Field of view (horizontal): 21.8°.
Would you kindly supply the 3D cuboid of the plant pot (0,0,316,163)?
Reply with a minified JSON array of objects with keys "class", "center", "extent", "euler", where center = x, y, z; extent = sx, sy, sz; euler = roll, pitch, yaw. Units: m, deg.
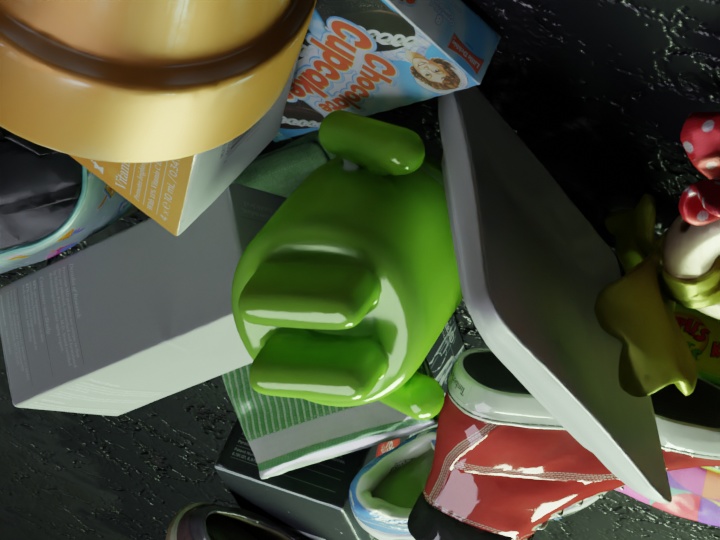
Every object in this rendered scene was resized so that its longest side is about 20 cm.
[{"class":"plant pot","center":[-0.100,-0.183,0.851],"extent":[0.199,0.201,0.184],"euler":[27,141,-2]}]

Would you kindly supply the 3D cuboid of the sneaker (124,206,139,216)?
[{"class":"sneaker","center":[-0.193,-0.089,1.264],"extent":[0.199,0.077,0.085],"euler":[3,140,38]}]

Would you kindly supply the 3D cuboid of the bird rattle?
[{"class":"bird rattle","center":[0.216,-0.021,1.001],"extent":[0.162,0.113,0.200],"euler":[14,140,-21]}]

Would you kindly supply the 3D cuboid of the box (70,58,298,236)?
[{"class":"box","center":[-0.140,-0.136,1.011],"extent":[0.199,0.098,0.125],"euler":[36,150,9]}]

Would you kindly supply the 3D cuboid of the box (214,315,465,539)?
[{"class":"box","center":[-0.001,0.119,1.358],"extent":[0.103,0.183,0.200],"euler":[15,155,21]}]

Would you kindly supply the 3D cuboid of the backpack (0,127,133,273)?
[{"class":"backpack","center":[-0.227,-0.086,1.163],"extent":[0.199,0.177,0.153],"euler":[-15,177,32]}]

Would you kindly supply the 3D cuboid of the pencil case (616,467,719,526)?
[{"class":"pencil case","center":[0.215,0.126,1.281],"extent":[0.199,0.089,0.089],"euler":[17,155,21]}]

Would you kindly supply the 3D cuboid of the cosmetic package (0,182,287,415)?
[{"class":"cosmetic package","center":[-0.120,0.023,1.165],"extent":[0.199,0.091,0.107],"euler":[-25,159,27]}]

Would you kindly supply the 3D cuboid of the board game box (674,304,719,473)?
[{"class":"board game box","center":[0.214,0.076,1.198],"extent":[0.199,0.048,0.102],"euler":[17,142,19]}]

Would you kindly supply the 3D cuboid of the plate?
[{"class":"plate","center":[0.100,0.011,1.035],"extent":[0.032,0.201,0.200],"euler":[-27,131,20]}]

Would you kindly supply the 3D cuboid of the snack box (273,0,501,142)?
[{"class":"snack box","center":[-0.028,-0.133,1.046],"extent":[0.116,0.037,0.199],"euler":[38,154,-26]}]

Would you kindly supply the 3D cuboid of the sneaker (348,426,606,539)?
[{"class":"sneaker","center":[0.085,0.128,1.184],"extent":[0.199,0.076,0.077],"euler":[-21,164,8]}]

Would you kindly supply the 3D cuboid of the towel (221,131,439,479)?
[{"class":"towel","center":[-0.042,0.024,1.206],"extent":[0.152,0.023,0.201],"euler":[-20,93,29]}]

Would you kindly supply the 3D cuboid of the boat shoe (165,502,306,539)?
[{"class":"boat shoe","center":[-0.044,0.226,1.310],"extent":[0.199,0.072,0.065],"euler":[35,160,-9]}]

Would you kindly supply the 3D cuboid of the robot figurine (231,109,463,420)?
[{"class":"robot figurine","center":[0.000,0.000,1.059],"extent":[0.115,0.200,0.177],"euler":[0,114,20]}]

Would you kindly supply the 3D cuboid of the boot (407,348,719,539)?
[{"class":"boot","center":[0.132,0.127,1.132],"extent":[0.198,0.073,0.145],"euler":[6,118,-17]}]
